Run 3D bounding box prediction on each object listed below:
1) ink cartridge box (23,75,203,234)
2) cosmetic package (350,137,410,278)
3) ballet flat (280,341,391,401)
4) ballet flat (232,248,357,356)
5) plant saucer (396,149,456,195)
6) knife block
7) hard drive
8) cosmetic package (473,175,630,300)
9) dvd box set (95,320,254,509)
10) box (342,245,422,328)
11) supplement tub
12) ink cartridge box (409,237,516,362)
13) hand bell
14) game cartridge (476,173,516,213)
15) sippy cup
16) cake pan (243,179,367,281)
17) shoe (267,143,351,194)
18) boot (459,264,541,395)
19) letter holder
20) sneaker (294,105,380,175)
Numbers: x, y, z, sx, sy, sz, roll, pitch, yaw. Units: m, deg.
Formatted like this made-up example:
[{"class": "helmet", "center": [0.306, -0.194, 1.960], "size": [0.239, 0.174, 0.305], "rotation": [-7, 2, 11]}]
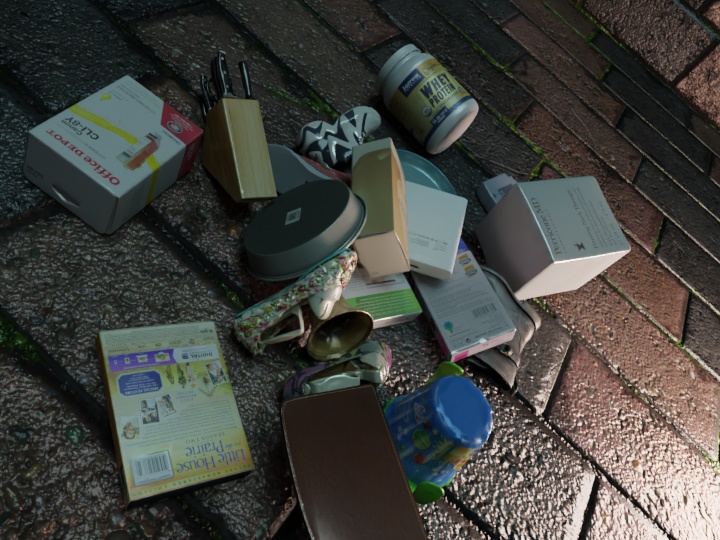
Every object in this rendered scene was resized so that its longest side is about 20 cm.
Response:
[{"class": "ink cartridge box", "center": [-0.341, -0.167, 0.840], "size": [0.144, 0.084, 0.201], "rotation": [36, 44, -4]}, {"class": "cosmetic package", "center": [0.031, -0.101, 0.947], "size": [0.070, 0.106, 0.203], "rotation": [-11, 53, 14]}, {"class": "ballet flat", "center": [-0.014, 0.147, 0.815], "size": [0.198, 0.071, 0.070], "rotation": [-12, 92, -39]}, {"class": "ballet flat", "center": [-0.078, 0.048, 0.790], "size": [0.065, 0.198, 0.076], "rotation": [61, 11, 18]}, {"class": "plant saucer", "center": [0.107, -0.154, 1.173], "size": [0.197, 0.027, 0.203], "rotation": [19, 48, -22]}, {"class": "knife block", "center": [-0.186, -0.224, 0.910], "size": [0.063, 0.178, 0.200], "rotation": [-9, 40, -37]}, {"class": "hard drive", "center": [0.110, -0.075, 1.039], "size": [0.130, 0.027, 0.202], "rotation": [17, 45, 4]}, {"class": "cosmetic package", "center": [0.359, -0.059, 1.137], "size": [0.197, 0.167, 0.170], "rotation": [-8, 66, -26]}, {"class": "dvd box set", "center": [-0.219, 0.158, 0.701], "size": [0.144, 0.029, 0.202], "rotation": [-3, 58, -36]}, {"class": "box", "center": [0.000, 0.000, 0.974], "size": [0.143, 0.036, 0.202], "rotation": [-6, 59, -37]}, {"class": "supplement tub", "center": [0.139, -0.367, 1.279], "size": [0.200, 0.145, 0.144], "rotation": [48, 44, 9]}, {"class": "ink cartridge box", "center": [0.160, 0.044, 1.000], "size": [0.117, 0.042, 0.202], "rotation": [-18, 59, -11]}, {"class": "hand bell", "center": [-0.067, 0.023, 0.891], "size": [0.103, 0.105, 0.201], "rotation": [0, 43, -33]}, {"class": "game cartridge", "center": [0.344, -0.120, 1.299], "size": [0.132, 0.041, 0.201], "rotation": [-23, 71, -47]}, {"class": "sippy cup", "center": [0.106, 0.211, 0.806], "size": [0.138, 0.131, 0.180], "rotation": [1, 56, -32]}, {"class": "cake pan", "center": [-0.087, -0.066, 0.864], "size": [0.037, 0.197, 0.202], "rotation": [62, 32, -34]}, {"class": "shoe", "center": [-0.082, -0.152, 1.020], "size": [0.198, 0.072, 0.091], "rotation": [29, 16, 11]}, {"class": "boot", "center": [0.213, 0.094, 1.022], "size": [0.199, 0.070, 0.174], "rotation": [38, 52, 8]}, {"class": "letter holder", "center": [-0.030, 0.255, 0.704], "size": [0.140, 0.101, 0.202], "rotation": [-3, 58, -33]}, {"class": "sneaker", "center": [-0.012, -0.226, 1.113], "size": [0.198, 0.080, 0.130], "rotation": [-24, 73, -43]}]
